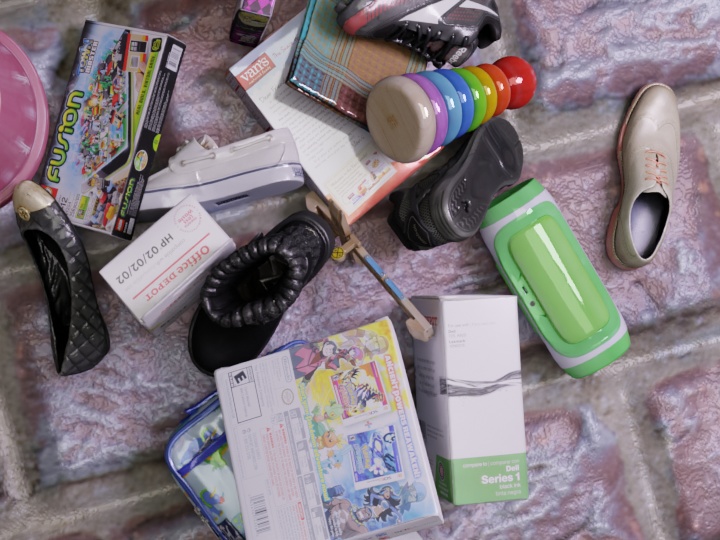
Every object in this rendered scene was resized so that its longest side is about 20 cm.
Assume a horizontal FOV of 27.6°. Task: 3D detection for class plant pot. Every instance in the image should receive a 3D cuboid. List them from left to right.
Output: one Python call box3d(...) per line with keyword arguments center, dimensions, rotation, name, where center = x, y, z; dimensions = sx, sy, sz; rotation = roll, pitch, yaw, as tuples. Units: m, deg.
box3d(center=(-0.395, -0.150, 1.381), dimensions=(0.197, 0.179, 0.203), rotation=(0, 89, -10), name="plant pot")

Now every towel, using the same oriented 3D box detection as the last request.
box3d(center=(0.009, -0.237, 1.473), dimensions=(0.146, 0.022, 0.202), rotation=(26, 60, -22), name="towel")

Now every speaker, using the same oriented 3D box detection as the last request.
box3d(center=(0.200, 0.009, 1.524), dimensions=(0.088, 0.088, 0.201), rotation=(-32, 95, -8), name="speaker")

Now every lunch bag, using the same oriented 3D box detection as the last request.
box3d(center=(-0.091, 0.176, 1.480), dimensions=(0.199, 0.082, 0.162), rotation=(-37, 92, -9), name="lunch bag")

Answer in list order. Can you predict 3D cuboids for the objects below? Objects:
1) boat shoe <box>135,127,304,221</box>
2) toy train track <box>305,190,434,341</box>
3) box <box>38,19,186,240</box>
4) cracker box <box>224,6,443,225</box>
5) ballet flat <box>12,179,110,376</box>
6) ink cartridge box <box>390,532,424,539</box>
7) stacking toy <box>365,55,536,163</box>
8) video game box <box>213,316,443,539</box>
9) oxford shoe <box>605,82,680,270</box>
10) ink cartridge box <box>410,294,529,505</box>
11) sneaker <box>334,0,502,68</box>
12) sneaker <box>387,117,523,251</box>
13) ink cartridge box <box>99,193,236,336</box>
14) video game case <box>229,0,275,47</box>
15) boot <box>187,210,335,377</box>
box3d(center=(-0.155, -0.099, 1.461), dimensions=(0.197, 0.071, 0.071), rotation=(-13, 80, 14), name="boat shoe")
box3d(center=(0.000, 0.000, 1.456), dimensions=(0.032, 0.115, 0.200), rotation=(-37, 63, -9), name="toy train track")
box3d(center=(-0.249, -0.139, 1.448), dimensions=(0.109, 0.035, 0.203), rotation=(13, 87, 29), name="box")
box3d(center=(-0.027, -0.163, 1.502), dimensions=(0.134, 0.058, 0.201), rotation=(-38, 96, -9), name="cracker box")
box3d(center=(-0.298, 0.008, 1.434), dimensions=(0.057, 0.066, 0.202), rotation=(-32, 113, -40), name="ballet flat")
box3d(center=(-0.039, 0.298, 1.461), dimensions=(0.197, 0.047, 0.201), rotation=(-41, 124, -6), name="ink cartridge box")
box3d(center=(0.100, -0.172, 1.454), dimensions=(0.199, 0.085, 0.086), rotation=(-25, 94, -40), name="stacking toy")
box3d(center=(-0.032, 0.164, 1.382), dimensions=(0.180, 0.047, 0.202), rotation=(-17, 65, 7), name="video game box")
box3d(center=(0.311, -0.100, 1.547), dimensions=(0.070, 0.074, 0.203), rotation=(7, 89, -9), name="oxford shoe")
box3d(center=(0.107, 0.123, 1.477), dimensions=(0.083, 0.146, 0.203), rotation=(-3, 91, -10), name="ink cartridge box")
box3d(center=(0.066, -0.248, 1.457), dimensions=(0.199, 0.071, 0.099), rotation=(-14, 80, -36), name="sneaker")
box3d(center=(0.093, -0.086, 1.500), dimensions=(0.077, 0.113, 0.200), rotation=(55, 43, -19), name="sneaker")
box3d(center=(-0.181, -0.005, 1.401), dimensions=(0.115, 0.200, 0.068), rotation=(-41, 88, -8), name="ink cartridge box")
box3d(center=(-0.085, -0.331, 1.431), dimensions=(0.035, 0.181, 0.203), rotation=(15, 87, -8), name="video game case")
box3d(center=(-0.114, 0.036, 1.392), dimensions=(0.079, 0.158, 0.212), rotation=(37, 110, 0), name="boot")
